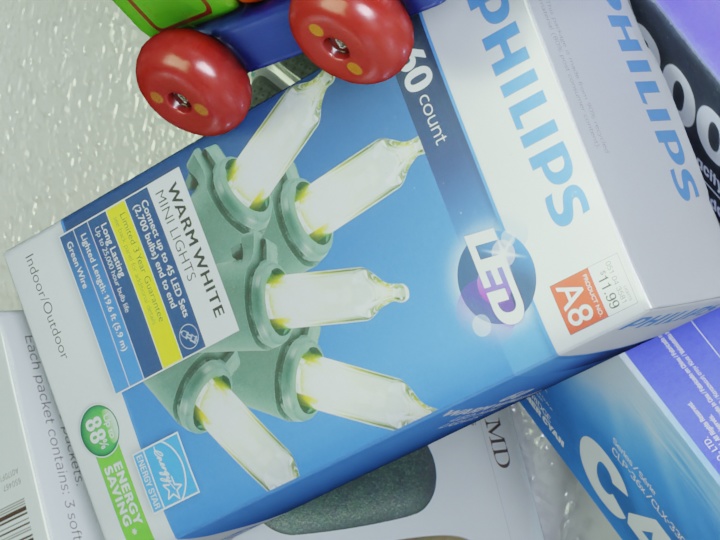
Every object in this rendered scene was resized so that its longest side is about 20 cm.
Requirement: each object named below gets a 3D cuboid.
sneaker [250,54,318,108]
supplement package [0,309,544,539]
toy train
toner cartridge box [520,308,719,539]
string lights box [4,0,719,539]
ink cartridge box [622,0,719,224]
[{"bbox_3d":[-0.002,-0.072,0.940,0.070,0.080,0.201,-13,66,10],"label":"sneaker"},{"bbox_3d":[-0.061,0.098,0.986,0.150,0.200,0.152,-27,73,46],"label":"supplement package"},{"bbox_3d":[-0.012,-0.114,0.754,0.116,0.085,0.200,45,147,-23],"label":"toy train"},{"bbox_3d":[0.097,0.051,0.858,0.200,0.043,0.095,54,161,28],"label":"toner cartridge box"},{"bbox_3d":[0.000,0.000,0.836,0.200,0.059,0.103,-28,78,34],"label":"string lights box"},{"bbox_3d":[0.077,-0.084,0.863,0.198,0.043,0.200,55,161,32],"label":"ink cartridge box"}]
